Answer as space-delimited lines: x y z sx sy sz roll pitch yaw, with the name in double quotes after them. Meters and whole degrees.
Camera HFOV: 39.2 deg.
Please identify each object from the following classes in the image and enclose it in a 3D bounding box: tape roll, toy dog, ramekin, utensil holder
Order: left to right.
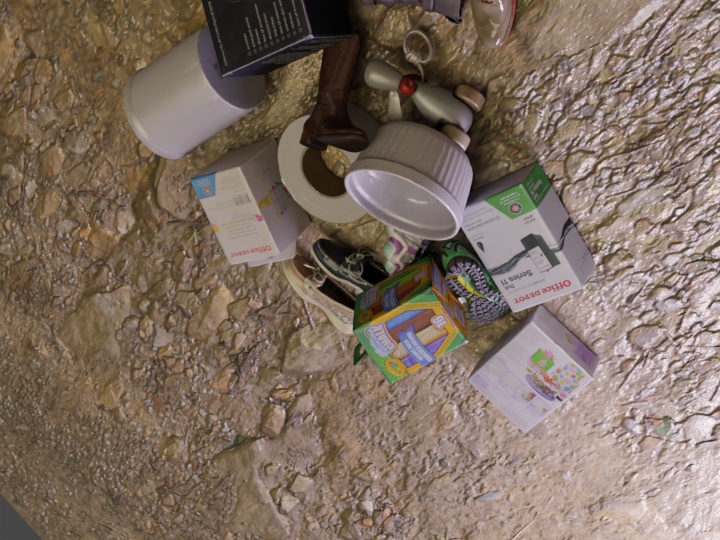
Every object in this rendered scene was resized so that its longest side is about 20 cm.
-0.284 -0.311 1.750 0.198 0.170 0.171 -23 106 36 "utensil holder"
-0.044 -0.186 1.745 0.199 0.071 0.206 16 127 22 "tape roll"
0.083 -0.145 1.589 0.197 0.106 0.201 23 160 9 "ramekin"
0.101 -0.265 1.592 0.200 0.132 0.096 47 168 2 "toy dog"

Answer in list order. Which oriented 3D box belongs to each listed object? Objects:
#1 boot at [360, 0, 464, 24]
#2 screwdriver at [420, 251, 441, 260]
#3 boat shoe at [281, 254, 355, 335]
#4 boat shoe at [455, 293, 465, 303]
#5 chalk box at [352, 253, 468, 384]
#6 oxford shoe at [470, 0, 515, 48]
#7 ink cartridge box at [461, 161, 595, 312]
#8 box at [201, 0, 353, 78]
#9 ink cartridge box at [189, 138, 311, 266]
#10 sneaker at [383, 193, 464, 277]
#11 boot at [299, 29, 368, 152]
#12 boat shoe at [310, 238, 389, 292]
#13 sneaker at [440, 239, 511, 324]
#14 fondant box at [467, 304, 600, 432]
0.082 -0.470 1.496 0.171 0.070 0.203 10 128 20 "boot"
0.147 -0.025 1.766 0.197 0.029 0.028 -1 119 28 "screwdriver"
-0.064 0.035 1.907 0.200 0.074 0.062 42 127 -14 "boat shoe"
0.097 0.069 1.796 0.196 0.071 0.065 -12 123 7 "boat shoe"
0.064 0.090 1.696 0.198 0.125 0.125 -29 113 15 "chalk box"
0.180 -0.411 1.457 0.069 0.075 0.203 9 124 25 "oxford shoe"
0.266 -0.050 1.634 0.145 0.083 0.202 -23 106 40 "ink cartridge box"
-0.139 -0.429 1.577 0.194 0.123 0.204 -13 94 35 "box"
-0.192 -0.114 1.846 0.127 0.125 0.203 -8 115 35 "ink cartridge box"
0.112 -0.059 1.716 0.137 0.078 0.204 5 111 24 "sneaker"
-0.023 -0.291 1.583 0.063 0.204 0.185 19 176 -35 "boot"
0.000 0.000 1.836 0.199 0.075 0.062 39 133 2 "boat shoe"
0.199 0.017 1.710 0.077 0.086 0.200 -26 134 14 "sneaker"
0.302 0.176 1.777 0.144 0.058 0.200 42 133 1 "fondant box"
